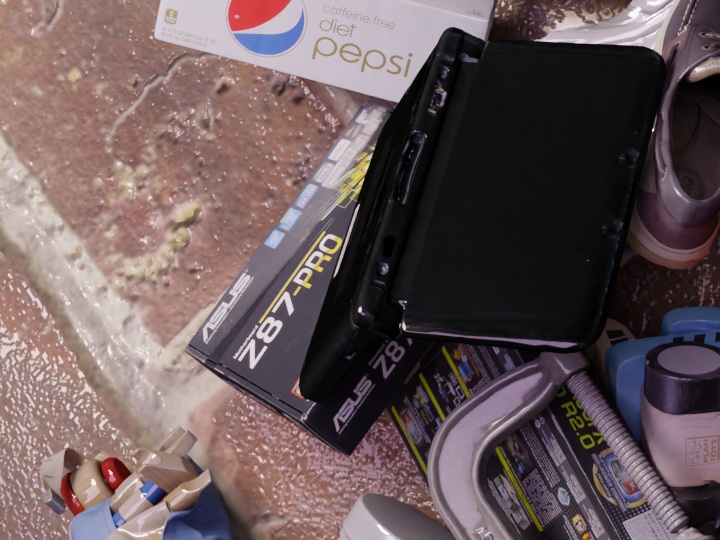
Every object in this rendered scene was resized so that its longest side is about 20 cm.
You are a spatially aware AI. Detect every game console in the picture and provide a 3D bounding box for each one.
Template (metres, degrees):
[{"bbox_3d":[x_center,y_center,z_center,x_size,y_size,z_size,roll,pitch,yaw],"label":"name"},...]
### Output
[{"bbox_3d":[0.064,-0.023,1.161,0.116,0.176,0.200,23,58,-8],"label":"game console"}]

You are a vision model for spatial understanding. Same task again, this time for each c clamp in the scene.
[{"bbox_3d":[0.123,0.110,1.127,0.171,0.027,0.200,-33,72,14],"label":"c clamp"}]

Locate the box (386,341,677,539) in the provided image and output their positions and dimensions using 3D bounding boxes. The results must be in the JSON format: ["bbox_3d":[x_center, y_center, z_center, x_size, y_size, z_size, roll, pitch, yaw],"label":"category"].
[{"bbox_3d":[0.101,0.122,1.224,0.200,0.044,0.160,62,149,17],"label":"box"}]

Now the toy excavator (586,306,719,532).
[{"bbox_3d":[0.170,0.062,1.238,0.194,0.200,0.100,-6,114,-4],"label":"toy excavator"}]

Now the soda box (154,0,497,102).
[{"bbox_3d":[-0.021,-0.158,1.308,0.200,0.064,0.068,15,115,2],"label":"soda box"}]

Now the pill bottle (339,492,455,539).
[{"bbox_3d":[-0.015,0.242,1.307,0.109,0.109,0.200,36,101,24],"label":"pill bottle"}]

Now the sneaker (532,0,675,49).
[{"bbox_3d":[0.158,-0.105,1.269,0.200,0.078,0.099,-27,78,23],"label":"sneaker"}]

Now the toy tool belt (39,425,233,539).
[{"bbox_3d":[-0.119,0.166,1.364,0.123,0.125,0.200,-37,36,6],"label":"toy tool belt"}]

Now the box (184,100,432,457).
[{"bbox_3d":[0.000,0.000,1.273,0.200,0.049,0.161,-54,31,-7],"label":"box"}]

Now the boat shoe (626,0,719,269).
[{"bbox_3d":[0.195,-0.094,1.159,0.072,0.065,0.200,26,59,-7],"label":"boat shoe"}]

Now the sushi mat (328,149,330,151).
[{"bbox_3d":[0.057,-0.034,1.329,0.200,0.012,0.096,3,66,29],"label":"sushi mat"}]
